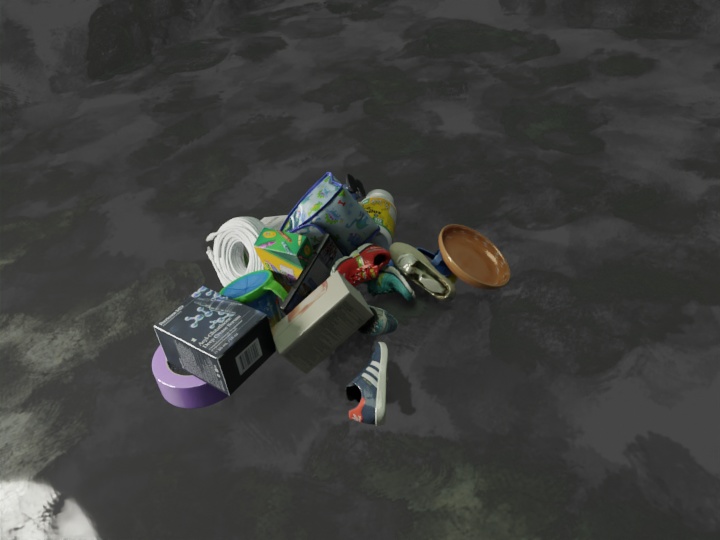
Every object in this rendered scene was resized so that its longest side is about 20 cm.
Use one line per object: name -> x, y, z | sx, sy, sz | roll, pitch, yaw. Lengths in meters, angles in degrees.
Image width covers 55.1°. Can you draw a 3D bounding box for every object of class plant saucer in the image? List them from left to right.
plant saucer -> 0.267, -0.027, 1.647 | 0.198, 0.038, 0.202 | 22, 38, -18

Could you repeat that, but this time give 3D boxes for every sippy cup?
sippy cup -> -0.237, 0.088, 1.569 | 0.138, 0.132, 0.177 | -30, 22, -19

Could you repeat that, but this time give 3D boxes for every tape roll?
tape roll -> -0.350, 0.204, 1.511 | 0.196, 0.066, 0.202 | -5, 37, 4

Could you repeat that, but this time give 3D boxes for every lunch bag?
lunch bag -> -0.081, -0.099, 1.654 | 0.200, 0.170, 0.128 | -42, 36, 4

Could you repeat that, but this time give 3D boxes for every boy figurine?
boy figurine -> -0.074, -0.173, 1.899 | 0.199, 0.123, 0.065 | -38, 50, 30

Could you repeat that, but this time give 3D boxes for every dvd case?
dvd case -> -0.097, 0.034, 1.558 | 0.017, 0.143, 0.202 | 20, 70, 32

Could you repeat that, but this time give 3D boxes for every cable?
cable -> -0.285, -0.031, 1.704 | 0.199, 0.203, 0.069 | -30, -12, 40

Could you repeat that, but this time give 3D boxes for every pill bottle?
pill bottle -> 0.039, -0.127, 1.825 | 0.111, 0.114, 0.201 | 0, 38, 11

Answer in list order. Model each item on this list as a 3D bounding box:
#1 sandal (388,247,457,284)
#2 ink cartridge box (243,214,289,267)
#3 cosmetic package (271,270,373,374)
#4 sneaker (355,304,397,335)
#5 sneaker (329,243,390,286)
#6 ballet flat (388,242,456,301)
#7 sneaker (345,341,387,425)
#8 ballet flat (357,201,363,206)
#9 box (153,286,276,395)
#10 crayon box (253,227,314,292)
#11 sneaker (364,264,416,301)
sandal -> 0.142, -0.022, 1.692 | 0.197, 0.088, 0.080 | 7, 41, 22
ink cartridge box -> -0.211, -0.075, 1.783 | 0.198, 0.085, 0.146 | -1, 33, 42
cosmetic package -> -0.084, 0.112, 1.479 | 0.199, 0.103, 0.088 | -40, 40, 6
sneaker -> 0.005, 0.111, 1.571 | 0.085, 0.079, 0.199 | 13, 3, -39
sneaker -> 0.000, 0.000, 1.590 | 0.084, 0.078, 0.200 | 16, 43, 34
ballet flat -> 0.139, 0.003, 1.620 | 0.199, 0.070, 0.069 | 37, 52, 15
sneaker -> 0.013, 0.223, 1.404 | 0.083, 0.076, 0.201 | 1, 38, 5
ballet flat -> -0.068, -0.122, 1.805 | 0.199, 0.057, 0.067 | -33, 24, 34
box -> -0.302, 0.142, 1.440 | 0.198, 0.108, 0.148 | 19, 45, 32
crayon box -> -0.155, -0.006, 1.588 | 0.117, 0.201, 0.059 | 12, 58, 25
sneaker -> 0.055, 0.034, 1.664 | 0.199, 0.078, 0.080 | 26, 67, 43
